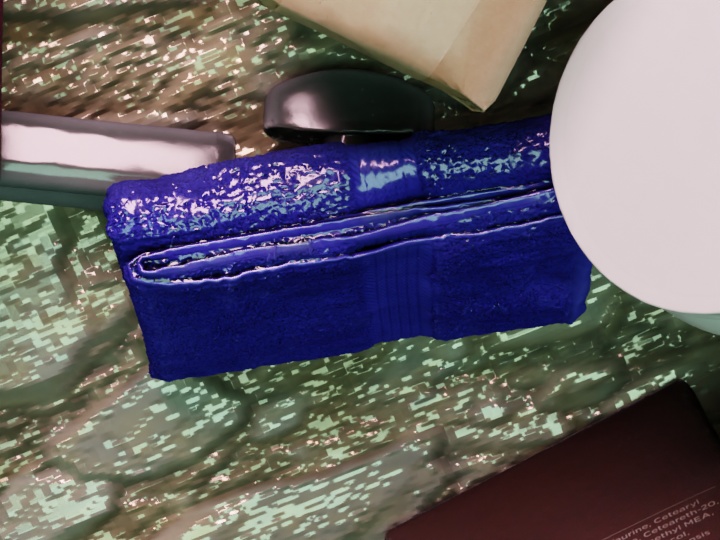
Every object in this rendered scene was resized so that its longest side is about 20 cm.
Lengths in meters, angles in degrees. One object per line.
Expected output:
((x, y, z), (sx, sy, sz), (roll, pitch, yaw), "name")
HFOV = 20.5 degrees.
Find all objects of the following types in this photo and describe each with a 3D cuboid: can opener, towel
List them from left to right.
((-0.069, -0.051, 0.850), (0.199, 0.053, 0.067), (1, 77, -7), "can opener")
((0.000, 0.000, 0.831), (0.199, 0.050, 0.148), (-8, 150, -1), "towel")

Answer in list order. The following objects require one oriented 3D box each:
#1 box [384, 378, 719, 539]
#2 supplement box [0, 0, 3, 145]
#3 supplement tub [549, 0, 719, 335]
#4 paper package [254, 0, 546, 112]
((0.125, 0.185, 0.870), (0.164, 0.200, 0.166), (-28, 111, 6), "box")
((-0.239, -0.103, 0.758), (0.199, 0.103, 0.132), (1, 84, -5), "supplement box")
((0.175, -0.046, 0.768), (0.145, 0.200, 0.146), (0, 91, 36), "supplement tub")
((0.036, -0.183, 0.725), (0.103, 0.191, 0.201), (23, 106, -13), "paper package")
